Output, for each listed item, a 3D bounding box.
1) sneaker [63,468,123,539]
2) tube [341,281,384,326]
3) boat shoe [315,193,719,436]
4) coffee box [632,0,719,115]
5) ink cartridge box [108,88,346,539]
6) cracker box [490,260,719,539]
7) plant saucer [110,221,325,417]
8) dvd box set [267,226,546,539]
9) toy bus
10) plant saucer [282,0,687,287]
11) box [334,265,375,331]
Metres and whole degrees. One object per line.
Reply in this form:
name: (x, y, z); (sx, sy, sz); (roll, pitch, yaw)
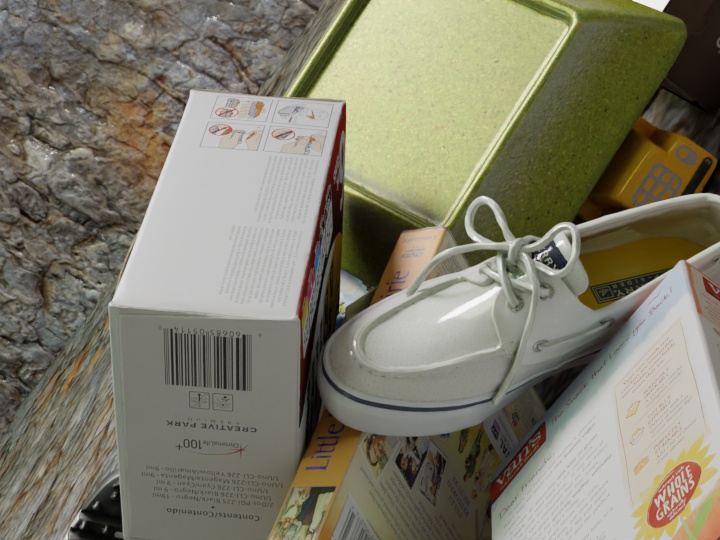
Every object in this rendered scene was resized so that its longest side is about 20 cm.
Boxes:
sneaker: (-0.144, 0.194, 1.094); (0.091, 0.066, 0.201); (-70, -9, -67)
tube: (0.008, 0.098, 0.903); (0.058, 0.052, 0.201); (-122, 32, -65)
boat shoe: (0.077, 0.007, 0.784); (0.086, 0.201, 0.075); (93, 159, -50)
coffee box: (0.151, -0.186, 1.052); (0.113, 0.080, 0.200); (-54, 41, 4)
ink cartridge box: (-0.058, 0.037, 0.878); (0.200, 0.083, 0.176); (-80, -6, -56)
cracker box: (0.112, 0.097, 0.702); (0.134, 0.058, 0.200); (-51, 13, 22)
plant saucer: (-0.057, 0.027, 1.086); (0.201, 0.200, 0.037); (-55, -29, 8)
dvd box set: (0.028, 0.101, 0.848); (0.029, 0.147, 0.200); (-6, 43, 31)
toy bus: (0.128, -0.061, 1.019); (0.065, 0.078, 0.200); (-56, 11, 2)
plant saucer: (0.039, -0.090, 0.966); (0.200, 0.048, 0.200); (29, 84, 36)
box: (0.000, 0.000, 1.008); (0.137, 0.200, 0.040); (-62, -31, -9)
